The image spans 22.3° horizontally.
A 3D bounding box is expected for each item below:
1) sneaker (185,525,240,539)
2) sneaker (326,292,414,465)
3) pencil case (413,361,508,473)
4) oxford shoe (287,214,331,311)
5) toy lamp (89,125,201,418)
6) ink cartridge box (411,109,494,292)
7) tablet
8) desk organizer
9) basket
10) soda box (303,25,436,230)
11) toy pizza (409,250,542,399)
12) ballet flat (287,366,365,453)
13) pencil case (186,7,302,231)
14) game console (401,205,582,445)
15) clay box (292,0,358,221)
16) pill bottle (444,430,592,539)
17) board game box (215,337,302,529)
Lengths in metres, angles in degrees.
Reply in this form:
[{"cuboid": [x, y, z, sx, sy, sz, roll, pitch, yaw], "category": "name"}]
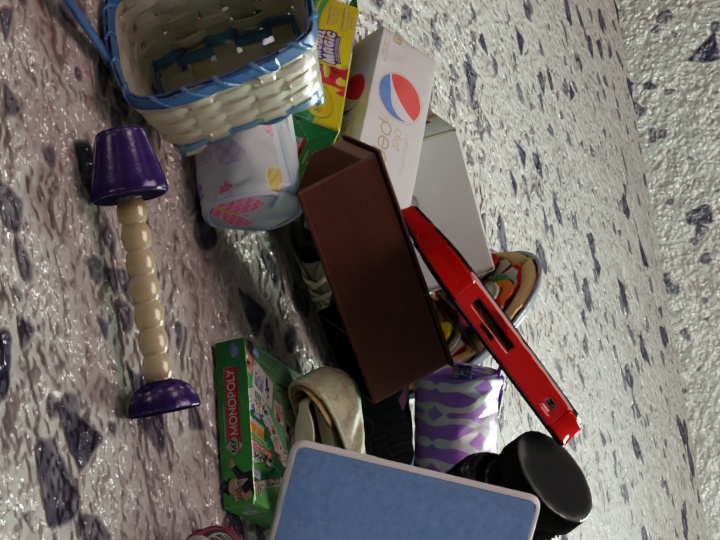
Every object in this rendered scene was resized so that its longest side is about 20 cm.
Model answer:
[{"cuboid": [-0.075, 0.274, 1.284, 0.075, 0.080, 0.201, -50, 125, -70], "category": "sneaker"}, {"cuboid": [0.006, 0.078, 1.600, 0.082, 0.070, 0.201, -99, -176, -71], "category": "sneaker"}, {"cuboid": [0.088, 0.175, 1.619, 0.084, 0.085, 0.201, -120, -149, -80], "category": "pencil case"}, {"cuboid": [-0.023, 0.015, 1.643, 0.058, 0.075, 0.201, -31, 113, -43], "category": "oxford shoe"}, {"cuboid": [-0.151, 0.000, 1.276, 0.058, 0.058, 0.201, 3, 74, -71], "category": "toy lamp"}, {"cuboid": [0.054, -0.074, 1.775, 0.200, 0.087, 0.146, -121, -166, -75], "category": "ink cartridge box"}, {"cuboid": [0.029, 0.213, 1.412, 0.014, 0.199, 0.131, -117, -139, -81], "category": "tablet"}, {"cuboid": [0.000, 0.000, 1.480, 0.072, 0.077, 0.201, 30, -37, 61], "category": "desk organizer"}, {"cuboid": [-0.117, -0.188, 1.339, 0.200, 0.176, 0.140, 72, -1, -59], "category": "basket"}, {"cuboid": [0.010, -0.114, 1.611, 0.068, 0.064, 0.201, 31, 51, -28], "category": "soda box"}, {"cuboid": [0.086, 0.044, 1.742, 0.032, 0.200, 0.200, 50, 28, -19], "category": "toy pizza"}, {"cuboid": [-0.021, 0.178, 1.473, 0.062, 0.067, 0.201, -4, 77, -46], "category": "ballet flat"}, {"cuboid": [-0.092, -0.132, 1.484, 0.083, 0.090, 0.201, 34, 48, -61], "category": "pencil case"}, {"cuboid": [0.103, 0.044, 1.500, 0.200, 0.031, 0.177, 53, 0, -18], "category": "game console"}, {"cuboid": [-0.046, -0.153, 1.612, 0.200, 0.047, 0.115, -84, -164, -46], "category": "clay box"}, {"cuboid": [0.091, 0.219, 1.502, 0.112, 0.200, 0.112, 33, 33, -25], "category": "pill bottle"}, {"cuboid": [-0.061, 0.147, 1.491, 0.200, 0.029, 0.135, 41, 41, -61], "category": "board game box"}]
